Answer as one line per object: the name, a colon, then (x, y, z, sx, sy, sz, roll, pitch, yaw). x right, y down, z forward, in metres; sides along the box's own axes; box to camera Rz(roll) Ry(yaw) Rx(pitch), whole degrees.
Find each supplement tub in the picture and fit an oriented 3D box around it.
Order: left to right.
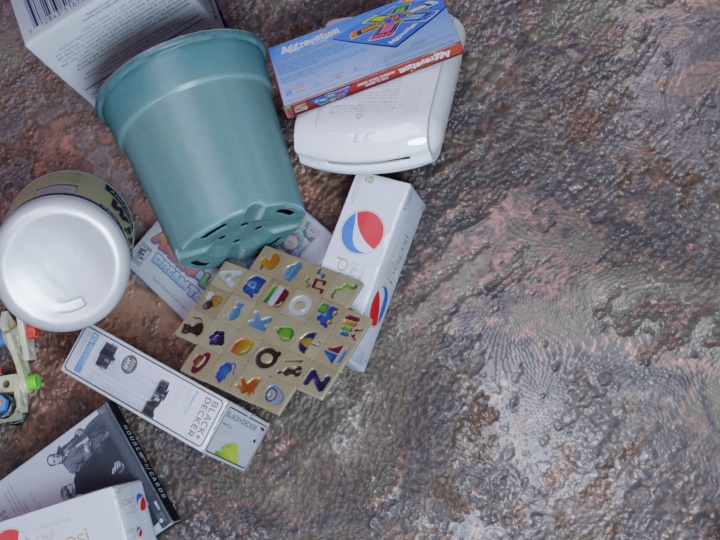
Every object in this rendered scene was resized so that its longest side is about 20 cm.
supplement tub: (-0.319, -0.028, 1.524, 0.143, 0.200, 0.147, -2, 106, -7)

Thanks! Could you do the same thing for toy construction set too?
toy construction set: (-0.437, 0.114, 1.601, 0.198, 0.092, 0.132, -17, 67, 25)

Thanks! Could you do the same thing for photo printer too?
photo printer: (0.020, -0.188, 1.517, 0.165, 0.070, 0.201, 0, 52, 19)

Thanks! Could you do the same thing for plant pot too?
plant pot: (-0.160, -0.120, 1.507, 0.199, 0.200, 0.198, -25, 74, 10)

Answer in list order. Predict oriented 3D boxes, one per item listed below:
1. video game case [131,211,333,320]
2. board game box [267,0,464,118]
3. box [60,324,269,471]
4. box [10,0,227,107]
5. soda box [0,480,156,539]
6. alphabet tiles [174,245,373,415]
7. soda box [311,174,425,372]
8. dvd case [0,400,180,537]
video game case: (-0.145, -0.019, 1.574, 0.200, 0.024, 0.182, 40, 88, 26)
board game box: (0.003, -0.235, 1.501, 0.198, 0.020, 0.104, -20, 49, 3)
box: (-0.207, 0.135, 1.495, 0.199, 0.117, 0.060, 26, 82, 23)
box: (-0.273, -0.296, 1.612, 0.183, 0.200, 0.106, -28, 64, 8)
soda box: (-0.317, 0.279, 1.456, 0.198, 0.064, 0.069, -19, 82, 18)
alphabet tiles: (-0.092, 0.059, 1.451, 0.199, 0.006, 0.167, 20, 66, 31)
soda box: (0.000, 0.000, 1.497, 0.068, 0.064, 0.202, 16, 78, 23)
dvd case: (-0.307, 0.257, 1.507, 0.199, 0.025, 0.151, -35, 77, 15)
